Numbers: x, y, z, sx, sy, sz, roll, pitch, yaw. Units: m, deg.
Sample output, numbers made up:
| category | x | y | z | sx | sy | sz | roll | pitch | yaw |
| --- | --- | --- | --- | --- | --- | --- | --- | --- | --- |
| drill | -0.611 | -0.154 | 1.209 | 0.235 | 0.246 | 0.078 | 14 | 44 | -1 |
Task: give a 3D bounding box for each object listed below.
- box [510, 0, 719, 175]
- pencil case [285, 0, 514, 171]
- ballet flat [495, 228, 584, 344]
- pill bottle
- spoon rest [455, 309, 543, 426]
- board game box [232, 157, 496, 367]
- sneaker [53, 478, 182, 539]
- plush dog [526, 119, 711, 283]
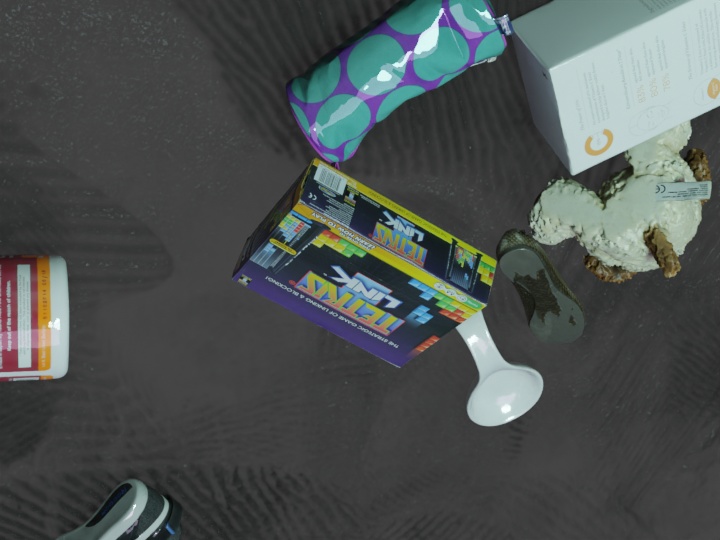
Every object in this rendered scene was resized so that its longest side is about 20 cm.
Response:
| category | x | y | z | sx | sy | sz | roll | pitch | yaw |
| --- | --- | --- | --- | --- | --- | --- | --- | --- | --- |
| box | 0.254 | -0.200 | 0.957 | 0.198 | 0.098 | 0.125 | -25 | 132 | 0 |
| pencil case | 0.033 | -0.177 | 0.904 | 0.198 | 0.085 | 0.093 | -32 | 116 | 8 |
| ballet flat | 0.199 | 0.018 | 1.152 | 0.067 | 0.047 | 0.200 | -22 | 137 | 19 |
| pill bottle | -0.362 | 0.043 | 0.919 | 0.197 | 0.114 | 0.114 | -1 | 128 | -19 |
| spoon rest | 0.152 | 0.117 | 1.200 | 0.098 | 0.061 | 0.201 | -28 | 131 | 4 |
| board game box | 0.000 | 0.000 | 0.973 | 0.198 | 0.057 | 0.165 | 28 | 144 | -14 |
| sneaker | -0.286 | 0.336 | 1.209 | 0.199 | 0.073 | 0.112 | -41 | 128 | 13 |
| plush dog | 0.298 | -0.055 | 1.075 | 0.200 | 0.161 | 0.171 | -43 | 155 | 18 |
